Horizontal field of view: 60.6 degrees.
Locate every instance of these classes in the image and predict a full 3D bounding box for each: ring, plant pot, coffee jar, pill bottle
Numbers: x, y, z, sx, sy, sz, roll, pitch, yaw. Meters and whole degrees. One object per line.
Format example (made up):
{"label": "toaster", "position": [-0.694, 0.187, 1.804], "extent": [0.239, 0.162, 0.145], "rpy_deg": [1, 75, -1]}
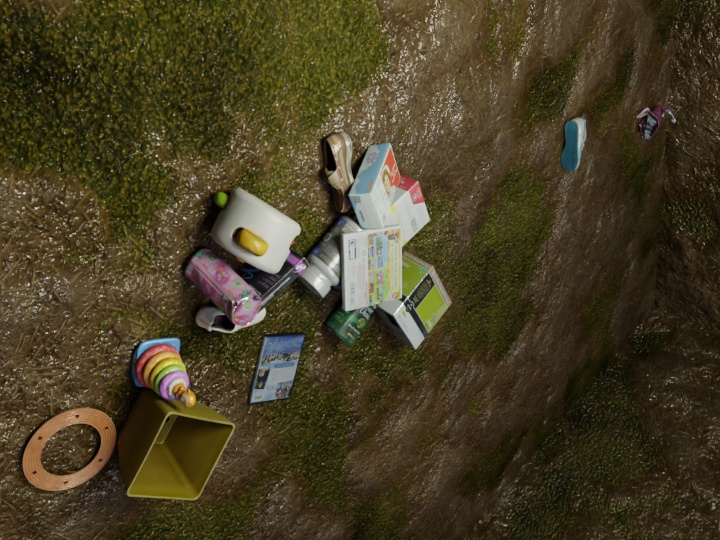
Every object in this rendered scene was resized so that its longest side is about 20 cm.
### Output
{"label": "ring", "position": [-0.640, 0.392, 1.360], "extent": [0.197, 0.019, 0.205], "rpy_deg": [-22, 125, -34]}
{"label": "plant pot", "position": [-0.448, 0.387, 1.430], "extent": [0.198, 0.175, 0.204], "rpy_deg": [28, 91, -48]}
{"label": "coffee jar", "position": [-0.010, 0.108, 1.781], "extent": [0.202, 0.085, 0.104], "rpy_deg": [-55, 135, -7]}
{"label": "pill bottle", "position": [-0.071, -0.034, 1.624], "extent": [0.201, 0.113, 0.114], "rpy_deg": [-50, 137, -13]}

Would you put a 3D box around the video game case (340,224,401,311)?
{"label": "video game case", "position": [0.031, -0.008, 1.613], "extent": [0.178, 0.023, 0.206], "rpy_deg": [-11, 109, -29]}

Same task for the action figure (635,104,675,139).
{"label": "action figure", "position": [1.254, -0.657, 2.640], "extent": [0.149, 0.134, 0.201], "rpy_deg": [43, 60, -5]}

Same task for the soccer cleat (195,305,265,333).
{"label": "soccer cleat", "position": [-0.305, 0.118, 1.494], "extent": [0.197, 0.084, 0.070], "rpy_deg": [3, 110, -45]}

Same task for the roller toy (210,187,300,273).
{"label": "roller toy", "position": [-0.235, -0.082, 1.379], "extent": [0.181, 0.198, 0.142], "rpy_deg": [27, 93, -54]}

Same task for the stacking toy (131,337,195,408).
{"label": "stacking toy", "position": [-0.419, 0.244, 1.364], "extent": [0.108, 0.198, 0.119], "rpy_deg": [-3, 115, -42]}

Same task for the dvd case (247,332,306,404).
{"label": "dvd case", "position": [-0.229, 0.268, 1.700], "extent": [0.140, 0.017, 0.205], "rpy_deg": [1, 109, -46]}

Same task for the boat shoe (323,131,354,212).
{"label": "boat shoe", "position": [-0.062, -0.245, 1.556], "extent": [0.070, 0.075, 0.206], "rpy_deg": [-17, 114, -32]}

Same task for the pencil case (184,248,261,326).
{"label": "pencil case", "position": [-0.305, 0.036, 1.366], "extent": [0.087, 0.199, 0.089], "rpy_deg": [-36, 150, -25]}

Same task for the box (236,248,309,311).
{"label": "box", "position": [-0.236, 0.019, 1.467], "extent": [0.200, 0.142, 0.036], "rpy_deg": [-45, 134, -17]}

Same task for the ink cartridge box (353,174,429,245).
{"label": "ink cartridge box", "position": [0.088, -0.145, 1.732], "extent": [0.200, 0.083, 0.147], "rpy_deg": [-43, 136, -20]}

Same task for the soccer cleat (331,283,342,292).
{"label": "soccer cleat", "position": [0.000, 0.000, 1.695], "extent": [0.195, 0.069, 0.074], "rpy_deg": [-17, 121, 15]}

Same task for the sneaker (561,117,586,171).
{"label": "sneaker", "position": [0.798, -0.465, 2.283], "extent": [0.080, 0.076, 0.204], "rpy_deg": [-29, 131, -32]}

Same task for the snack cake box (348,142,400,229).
{"label": "snack cake box", "position": [0.040, -0.220, 1.601], "extent": [0.116, 0.065, 0.203], "rpy_deg": [65, 33, -41]}

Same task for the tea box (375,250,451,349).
{"label": "tea box", "position": [0.154, 0.091, 1.899], "extent": [0.197, 0.133, 0.201], "rpy_deg": [-47, 137, -13]}
